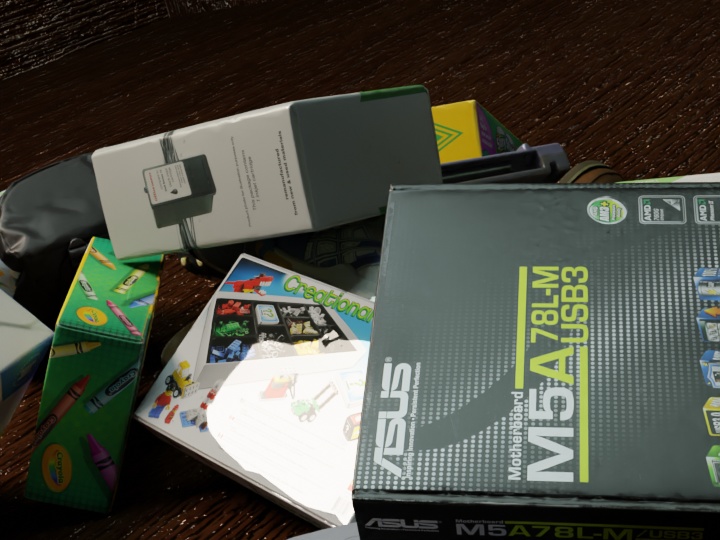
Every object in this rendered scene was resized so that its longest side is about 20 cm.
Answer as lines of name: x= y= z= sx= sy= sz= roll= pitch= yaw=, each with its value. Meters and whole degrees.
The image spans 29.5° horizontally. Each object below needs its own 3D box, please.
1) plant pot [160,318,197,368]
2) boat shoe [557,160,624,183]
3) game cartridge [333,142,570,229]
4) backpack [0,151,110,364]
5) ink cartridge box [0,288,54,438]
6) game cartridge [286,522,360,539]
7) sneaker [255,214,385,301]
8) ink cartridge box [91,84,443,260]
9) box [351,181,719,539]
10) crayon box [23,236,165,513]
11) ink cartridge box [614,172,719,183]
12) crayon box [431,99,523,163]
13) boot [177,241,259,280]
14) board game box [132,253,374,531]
plant pot: x=-0.053 y=0.052 z=1.044 sx=0.198 sy=0.028 sz=0.200 roll=-12 pitch=18 yaw=4
boat shoe: x=0.174 y=-0.033 z=1.082 sx=0.068 sy=0.073 sz=0.200 roll=28 pitch=30 yaw=23
game cartridge: x=0.058 y=-0.049 z=1.103 sx=0.199 sy=0.039 sz=0.130 roll=-12 pitch=-17 yaw=-32
backpack: x=-0.246 y=-0.005 z=1.120 sx=0.162 sy=0.201 sz=0.154 roll=-24 pitch=57 yaw=-34
ink cartridge box: x=-0.284 y=0.112 z=0.870 sx=0.067 sy=0.201 sz=0.116 roll=36 pitch=31 yaw=5
game cartridge: x=0.015 y=0.161 z=0.644 sx=0.198 sy=0.042 sz=0.133 roll=-11 pitch=14 yaw=10
sneaker: x=0.000 y=0.000 z=0.957 sx=0.088 sy=0.075 sz=0.200 roll=-46 pitch=33 yaw=-12
ink cartridge box: x=-0.065 y=-0.067 z=0.947 sx=0.199 sy=0.084 sz=0.146 roll=-6 pitch=7 yaw=41
box: x=0.100 y=0.041 z=0.673 sx=0.191 sy=0.048 sz=0.201 roll=2 pitch=50 yaw=8
crayon box: x=-0.177 y=0.064 z=0.932 sx=0.058 sy=0.120 sz=0.200 roll=12 pitch=16 yaw=-8
ink cartridge box: x=0.202 y=-0.002 z=0.941 sx=0.116 sy=0.068 sz=0.200 roll=-4 pitch=21 yaw=31
crayon box: x=0.049 y=-0.090 z=1.217 sx=0.171 sy=0.059 sz=0.200 roll=-7 pitch=-8 yaw=19
boot: x=-0.116 y=-0.022 z=1.186 sx=0.153 sy=0.074 sz=0.203 roll=-3 pitch=-4 yaw=38
board game box: x=-0.034 y=0.071 z=0.801 sx=0.199 sy=0.035 sz=0.127 roll=20 pitch=70 yaw=44
